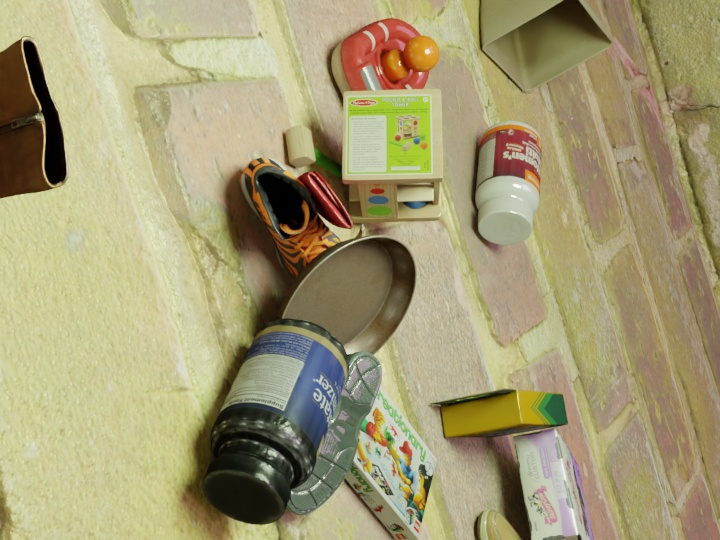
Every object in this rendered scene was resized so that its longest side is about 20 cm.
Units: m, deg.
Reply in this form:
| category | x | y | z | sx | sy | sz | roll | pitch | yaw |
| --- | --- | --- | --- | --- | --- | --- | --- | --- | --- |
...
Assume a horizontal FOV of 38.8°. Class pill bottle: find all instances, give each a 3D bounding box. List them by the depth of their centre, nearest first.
| category | x | y | z | sx | sy | sz | roll | pitch | yaw |
| --- | --- | --- | --- | --- | --- | --- | --- | --- | --- |
| pill bottle | -0.088 | 0.154 | 1.054 | 0.112 | 0.112 | 0.200 | 55 | 36 | -29 |
| pill bottle | 0.253 | -0.149 | 1.748 | 0.110 | 0.109 | 0.200 | 45 | 41 | -40 |

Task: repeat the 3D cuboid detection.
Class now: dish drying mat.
| category | x | y | z | sx | sy | sz | roll | pitch | yaw |
| --- | --- | --- | --- | --- | --- | --- | --- | --- | --- |
| dish drying mat | -0.042 | -0.081 | 1.176 | 0.077 | 0.018 | 0.200 | 52 | -4 | -7 |

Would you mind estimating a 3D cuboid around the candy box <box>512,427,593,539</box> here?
| category | x | y | z | sx | sy | sz | roll | pitch | yaw |
| --- | --- | --- | --- | --- | --- | --- | --- | --- | --- |
| candy box | 0.303 | 0.357 | 1.578 | 0.200 | 0.071 | 0.168 | 52 | 27 | -56 |

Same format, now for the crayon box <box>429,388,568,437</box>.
| category | x | y | z | sx | sy | sz | roll | pitch | yaw |
| --- | --- | --- | --- | --- | --- | --- | --- | --- | --- |
| crayon box | 0.204 | 0.210 | 1.491 | 0.200 | 0.125 | 0.052 | 14 | 64 | -55 |

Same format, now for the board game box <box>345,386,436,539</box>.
| category | x | y | z | sx | sy | sz | roll | pitch | yaw |
| --- | --- | --- | --- | --- | --- | --- | --- | --- | --- |
| board game box | 0.025 | 0.228 | 1.279 | 0.200 | 0.035 | 0.126 | 54 | 36 | -30 |

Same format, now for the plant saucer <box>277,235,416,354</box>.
| category | x | y | z | sx | sy | sz | roll | pitch | yaw |
| --- | --- | --- | --- | --- | --- | --- | --- | --- | --- |
| plant saucer | -0.021 | 0.039 | 1.189 | 0.034 | 0.201 | 0.200 | 41 | 10 | 36 |

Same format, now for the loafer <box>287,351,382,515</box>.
| category | x | y | z | sx | sy | sz | roll | pitch | yaw |
| --- | --- | --- | --- | --- | --- | --- | --- | --- | --- |
| loafer | -0.040 | 0.183 | 1.160 | 0.072 | 0.063 | 0.200 | 42 | 64 | -27 |

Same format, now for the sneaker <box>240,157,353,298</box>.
| category | x | y | z | sx | sy | sz | roll | pitch | yaw |
| --- | --- | --- | --- | --- | --- | --- | --- | --- | --- |
| sneaker | -0.067 | -0.037 | 1.166 | 0.200 | 0.078 | 0.112 | 52 | -3 | -17 |

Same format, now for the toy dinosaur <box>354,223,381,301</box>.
| category | x | y | z | sx | sy | sz | roll | pitch | yaw |
| --- | --- | --- | --- | --- | --- | --- | --- | --- | --- |
| toy dinosaur | 0.000 | 0.000 | 1.293 | 0.200 | 0.047 | 0.088 | 79 | 6 | -84 |

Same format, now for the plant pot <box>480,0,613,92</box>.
| category | x | y | z | sx | sy | sz | roll | pitch | yaw |
| --- | --- | --- | --- | --- | --- | --- | --- | --- | --- |
| plant pot | 0.346 | -0.504 | 1.997 | 0.200 | 0.199 | 0.178 | 29 | 42 | -50 |

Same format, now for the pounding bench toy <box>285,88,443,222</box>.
| category | x | y | z | sx | sy | sz | roll | pitch | yaw |
| --- | --- | --- | --- | --- | --- | --- | --- | --- | --- |
| pounding bench toy | 0.007 | -0.143 | 1.346 | 0.156 | 0.199 | 0.125 | 83 | 7 | -70 |

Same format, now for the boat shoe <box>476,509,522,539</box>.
| category | x | y | z | sx | sy | sz | roll | pitch | yaw |
| --- | --- | --- | --- | --- | --- | --- | --- | --- | --- |
| boat shoe | 0.239 | 0.429 | 1.496 | 0.200 | 0.076 | 0.072 | 61 | 35 | -20 |

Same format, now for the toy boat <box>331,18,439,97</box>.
| category | x | y | z | sx | sy | sz | roll | pitch | yaw |
| --- | --- | --- | --- | --- | --- | --- | --- | --- | --- |
| toy boat | 0.055 | -0.298 | 1.471 | 0.131 | 0.130 | 0.200 | 65 | 32 | -16 |

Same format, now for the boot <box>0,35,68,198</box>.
| category | x | y | z | sx | sy | sz | roll | pitch | yaw |
| --- | --- | --- | --- | --- | --- | --- | --- | --- | --- |
| boot | -0.310 | -0.125 | 0.731 | 0.068 | 0.200 | 0.189 | -9 | 84 | -59 |
